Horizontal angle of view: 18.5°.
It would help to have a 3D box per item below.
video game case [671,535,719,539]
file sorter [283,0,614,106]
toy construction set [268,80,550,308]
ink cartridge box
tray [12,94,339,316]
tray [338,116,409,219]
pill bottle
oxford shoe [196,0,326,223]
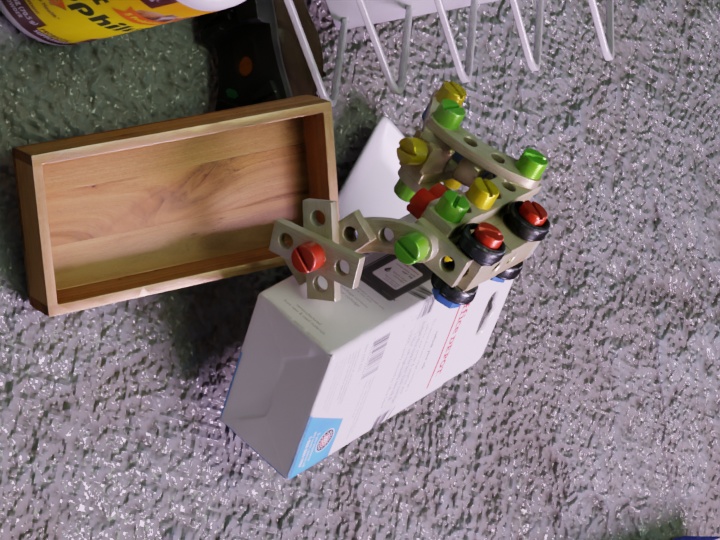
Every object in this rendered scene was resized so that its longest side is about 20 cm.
[{"bbox_3d":[0.221,0.311,1.704,0.200,0.045,0.181,-9,91,-46],"label":"video game case"},{"bbox_3d":[0.055,-0.197,1.411,0.125,0.200,0.139,-82,158,-47],"label":"file sorter"},{"bbox_3d":[0.042,-0.039,1.370,0.131,0.092,0.200,41,45,15],"label":"toy construction set"},{"bbox_3d":[0.010,0.038,1.432,0.200,0.067,0.116,-28,148,-43],"label":"ink cartridge box"},{"bbox_3d":[-0.110,-0.042,1.356,0.200,0.037,0.099,-13,108,-28],"label":"tray"},{"bbox_3d":[0.000,0.000,1.529,0.107,0.022,0.200,49,53,-31],"label":"tray"},{"bbox_3d":[-0.125,-0.198,1.296,0.109,0.200,0.109,7,80,-45],"label":"pill bottle"},{"bbox_3d":[-0.052,-0.115,1.455,0.084,0.073,0.200,-3,89,-50],"label":"oxford shoe"}]
